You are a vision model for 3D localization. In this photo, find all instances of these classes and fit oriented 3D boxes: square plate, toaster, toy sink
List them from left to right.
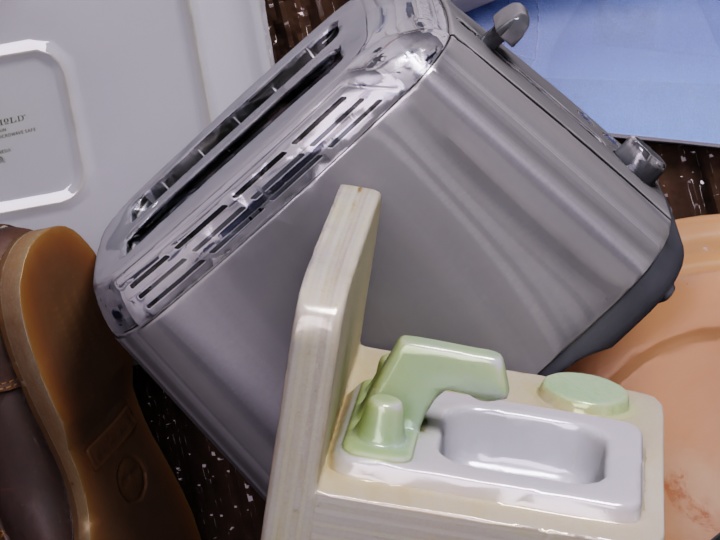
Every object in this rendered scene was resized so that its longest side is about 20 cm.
[{"bbox_3d":[-0.125,-0.050,0.972,0.200,0.028,0.198,-10,104,-1],"label":"square plate"},{"bbox_3d":[0.000,0.000,0.925,0.200,0.114,0.129,-41,104,12],"label":"toaster"},{"bbox_3d":[0.029,0.090,0.824,0.112,0.130,0.200,9,107,2],"label":"toy sink"}]

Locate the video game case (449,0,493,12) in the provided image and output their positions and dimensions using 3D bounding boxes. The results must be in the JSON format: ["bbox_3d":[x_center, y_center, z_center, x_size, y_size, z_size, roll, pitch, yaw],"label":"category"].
[{"bbox_3d":[0.082,-0.202,0.969,0.200,0.023,0.182,-20,71,26],"label":"video game case"}]

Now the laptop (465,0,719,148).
[{"bbox_3d":[0.126,-0.142,0.950,0.116,0.200,0.188,10,82,-30],"label":"laptop"}]

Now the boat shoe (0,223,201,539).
[{"bbox_3d":[-0.106,0.078,0.964,0.070,0.070,0.200,-6,105,31],"label":"boat shoe"}]

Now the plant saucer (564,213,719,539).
[{"bbox_3d":[0.130,0.078,0.961,0.200,0.032,0.201,-1,82,8],"label":"plant saucer"}]

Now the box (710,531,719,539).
[{"bbox_3d":[0.117,0.176,0.912,0.200,0.040,0.137,-43,78,22],"label":"box"}]
